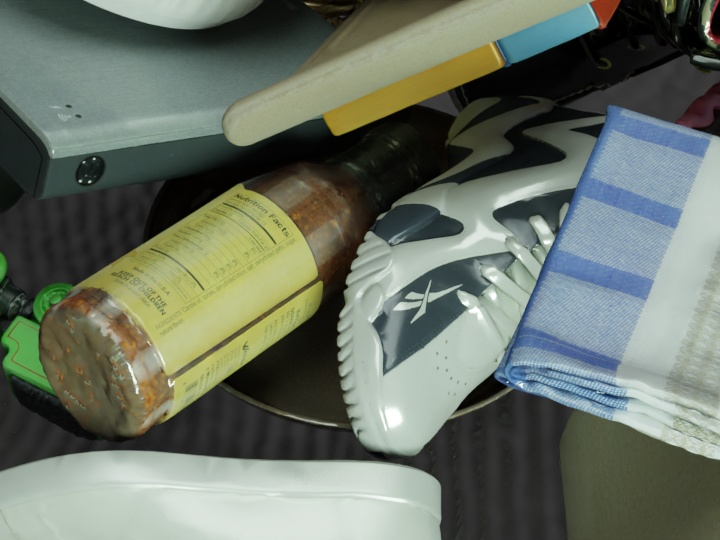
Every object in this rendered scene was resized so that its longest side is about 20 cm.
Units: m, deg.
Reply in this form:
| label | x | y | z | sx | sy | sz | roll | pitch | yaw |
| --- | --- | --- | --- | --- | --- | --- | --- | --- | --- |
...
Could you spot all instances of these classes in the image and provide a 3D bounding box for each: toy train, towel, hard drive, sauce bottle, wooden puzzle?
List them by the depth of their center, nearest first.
| label | x | y | z | sx | sy | sz | roll | pitch | yaw |
| --- | --- | --- | --- | --- | --- | --- | --- | --- | --- |
| towel | 0.160 | 0.014 | 0.667 | 0.199 | 0.024 | 0.147 | 17 | 50 | 13 |
| sauce bottle | -0.043 | -0.002 | 0.825 | 0.066 | 0.066 | 0.200 | 35 | 46 | 24 |
| wooden puzzle | 0.054 | -0.113 | 0.844 | 0.185 | 0.037 | 0.200 | -20 | 14 | 30 |
| toy train | -0.182 | 0.015 | 0.868 | 0.199 | 0.042 | 0.056 | 24 | 62 | 17 |
| hard drive | -0.093 | -0.091 | 0.893 | 0.200 | 0.033 | 0.140 | -12 | 41 | -40 |

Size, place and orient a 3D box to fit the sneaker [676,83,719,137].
| label | x | y | z | sx | sy | sz | roll | pitch | yaw |
| --- | --- | --- | --- | --- | --- | --- | --- | --- | --- |
| sneaker | 0.199 | -0.052 | 0.929 | 0.095 | 0.079 | 0.200 | 47 | 64 | 5 |

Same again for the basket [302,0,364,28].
| label | x | y | z | sx | sy | sz | roll | pitch | yaw |
| --- | --- | --- | --- | --- | --- | --- | --- | --- | --- |
| basket | -0.080 | -0.220 | 1.010 | 0.199 | 0.143 | 0.149 | 6 | 48 | 1 |

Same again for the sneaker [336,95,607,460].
| label | x | y | z | sx | sy | sz | roll | pitch | yaw |
| --- | --- | --- | --- | --- | --- | --- | --- | --- | --- |
| sneaker | 0.080 | -0.001 | 0.807 | 0.129 | 0.080 | 0.199 | 0 | 35 | 32 |

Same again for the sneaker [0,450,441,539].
| label | x | y | z | sx | sy | sz | roll | pitch | yaw |
| --- | --- | --- | --- | --- | --- | --- | --- | --- | --- |
| sneaker | -0.069 | 0.118 | 0.763 | 0.199 | 0.073 | 0.085 | -1 | 66 | 7 |

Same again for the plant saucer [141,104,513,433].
| label | x | y | z | sx | sy | sz | roll | pitch | yaw |
| --- | --- | --- | --- | --- | --- | --- | --- | --- | --- |
| plant saucer | 0.000 | 0.000 | 0.898 | 0.199 | 0.032 | 0.201 | 2 | 49 | -3 |

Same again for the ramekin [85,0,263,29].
| label | x | y | z | sx | sy | sz | roll | pitch | yaw |
| --- | --- | --- | --- | --- | --- | --- | --- | --- | --- |
| ramekin | -0.106 | -0.193 | 0.892 | 0.202 | 0.094 | 0.203 | 26 | 26 | -14 |

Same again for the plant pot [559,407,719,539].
| label | x | y | z | sx | sy | sz | roll | pitch | yaw |
| --- | --- | --- | --- | --- | --- | --- | --- | --- | --- |
| plant pot | 0.190 | 0.088 | 0.737 | 0.199 | 0.177 | 0.200 | 2 | 48 | -2 |

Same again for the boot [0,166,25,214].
| label | x | y | z | sx | sy | sz | roll | pitch | yaw |
| --- | --- | --- | --- | --- | --- | --- | --- | --- | --- |
| boot | -0.252 | -0.088 | 0.897 | 0.199 | 0.069 | 0.174 | 8 | 27 | -33 |

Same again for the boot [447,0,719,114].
| label | x | y | z | sx | sy | sz | roll | pitch | yaw |
| --- | --- | --- | --- | --- | --- | --- | --- | --- | --- |
| boot | 0.129 | -0.119 | 0.902 | 0.203 | 0.074 | 0.154 | -29 | 14 | 10 |
